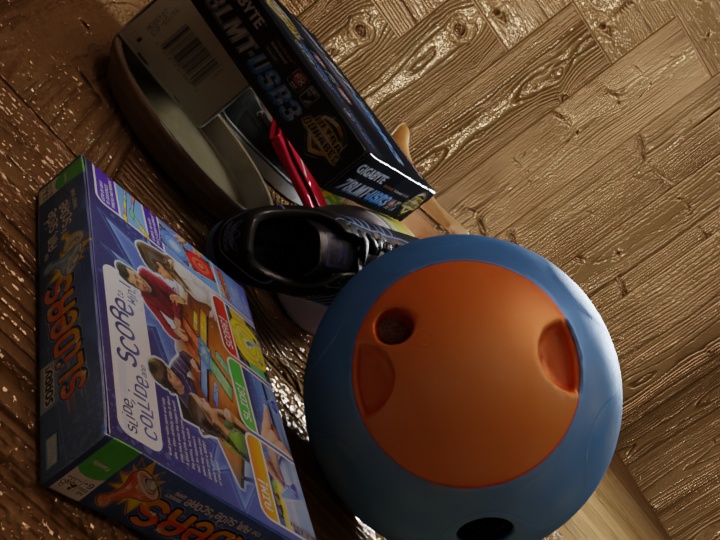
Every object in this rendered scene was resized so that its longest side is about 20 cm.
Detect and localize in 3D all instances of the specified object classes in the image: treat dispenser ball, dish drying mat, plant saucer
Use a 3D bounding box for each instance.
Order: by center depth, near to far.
[{"bbox_3d":[0.063,0.077,0.556,0.201,0.201,0.201,51,10,-13],"label":"treat dispenser ball"},{"bbox_3d":[-0.146,-0.115,0.747,0.200,0.029,0.200,52,11,-14],"label":"plant saucer"},{"bbox_3d":[-0.047,-0.072,0.945,0.077,0.018,0.201,-97,163,-60],"label":"dish drying mat"}]

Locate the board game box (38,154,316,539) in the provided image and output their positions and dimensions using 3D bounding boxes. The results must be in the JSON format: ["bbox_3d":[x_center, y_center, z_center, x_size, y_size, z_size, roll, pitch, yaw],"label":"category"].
[{"bbox_3d":[-0.094,0.043,0.427,0.135,0.034,0.200,45,13,-39],"label":"board game box"}]

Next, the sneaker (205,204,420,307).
[{"bbox_3d":[-0.008,-0.004,0.629,0.199,0.071,0.078,7,-6,-24],"label":"sneaker"}]

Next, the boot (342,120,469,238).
[{"bbox_3d":[0.064,-0.080,1.016,0.144,0.071,0.202,30,46,-3],"label":"boot"}]

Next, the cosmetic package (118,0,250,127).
[{"bbox_3d":[-0.139,-0.203,0.794,0.104,0.073,0.200,50,11,-16],"label":"cosmetic package"}]

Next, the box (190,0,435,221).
[{"bbox_3d":[-0.033,-0.139,0.710,0.200,0.050,0.198,55,14,14],"label":"box"}]

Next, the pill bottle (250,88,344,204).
[{"bbox_3d":[-0.061,-0.173,1.096,0.200,0.111,0.111,50,10,-19],"label":"pill bottle"}]

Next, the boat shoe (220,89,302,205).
[{"bbox_3d":[-0.091,-0.134,0.981,0.069,0.057,0.200,59,11,30],"label":"boat shoe"}]

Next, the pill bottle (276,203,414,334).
[{"bbox_3d":[0.000,0.000,0.793,0.112,0.111,0.200,55,11,6],"label":"pill bottle"}]
